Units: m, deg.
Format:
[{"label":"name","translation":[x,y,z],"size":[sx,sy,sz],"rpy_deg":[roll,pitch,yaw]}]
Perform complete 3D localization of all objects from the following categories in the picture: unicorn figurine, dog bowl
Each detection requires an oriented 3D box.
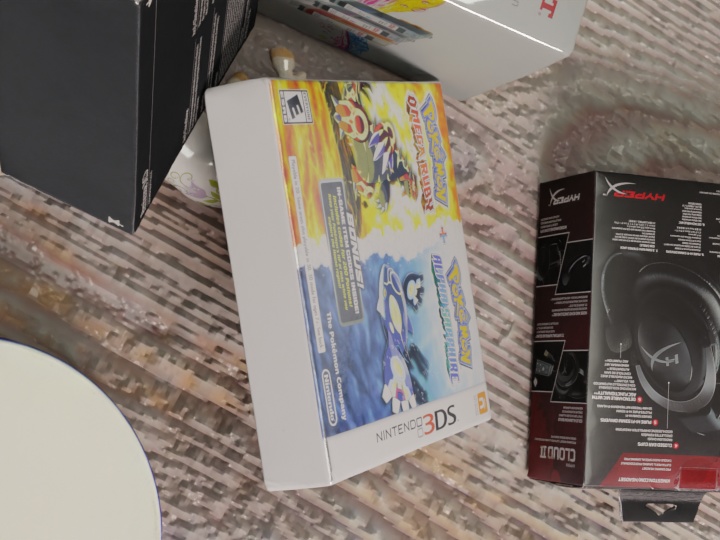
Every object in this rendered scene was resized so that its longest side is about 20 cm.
[{"label":"unicorn figurine","translation":[-0.116,-0.082,0.819],"size":[0.200,0.074,0.137],"rpy_deg":[20,57,2]},{"label":"dog bowl","translation":[-0.203,0.130,0.777],"size":[0.200,0.079,0.200],"rpy_deg":[1,87,-20]}]

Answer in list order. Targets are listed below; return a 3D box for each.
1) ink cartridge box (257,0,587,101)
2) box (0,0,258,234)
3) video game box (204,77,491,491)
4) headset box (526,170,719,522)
[{"label":"ink cartridge box","translation":[0.020,-0.202,0.842],"size":[0.200,0.145,0.145],"rpy_deg":[21,80,-19]},{"label":"box","translation":[-0.101,-0.127,0.694],"size":[0.079,0.200,0.141],"rpy_deg":[23,64,2]},{"label":"video game box","translation":[0.000,0.000,0.822],"size":[0.182,0.047,0.200],"rpy_deg":[-12,93,-62]},{"label":"headset box","translation":[0.183,0.049,0.923],"size":[0.149,0.077,0.200],"rpy_deg":[4,87,-19]}]
